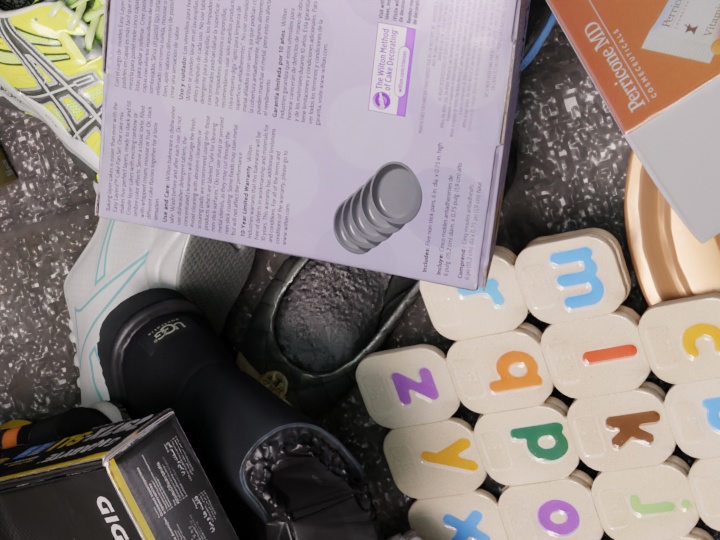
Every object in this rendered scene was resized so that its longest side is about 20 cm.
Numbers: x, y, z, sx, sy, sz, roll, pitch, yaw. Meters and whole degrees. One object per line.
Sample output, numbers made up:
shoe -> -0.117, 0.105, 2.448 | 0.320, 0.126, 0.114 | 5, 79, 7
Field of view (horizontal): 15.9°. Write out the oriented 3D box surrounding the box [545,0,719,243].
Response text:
box -> 0.190, -0.128, 1.115 | 0.199, 0.098, 0.125 | -33, 51, 9

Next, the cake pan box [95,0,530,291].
cake pan box -> -0.020, -0.103, 1.126 | 0.183, 0.052, 0.201 | 9, 115, 8

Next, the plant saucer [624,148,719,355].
plant saucer -> 0.220, -0.030, 1.182 | 0.199, 0.032, 0.202 | 1, 96, 10

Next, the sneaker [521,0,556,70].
sneaker -> 0.051, -0.187, 1.176 | 0.070, 0.082, 0.201 | 6, 98, 47

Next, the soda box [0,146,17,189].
soda box -> -0.234, -0.042, 1.212 | 0.067, 0.200, 0.064 | -26, 93, 15

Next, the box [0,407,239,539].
box -> -0.100, 0.168, 1.129 | 0.159, 0.049, 0.201 | -14, 105, 48

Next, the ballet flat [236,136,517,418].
ballet flat -> 0.000, 0.000, 1.240 | 0.066, 0.057, 0.200 | 40, 107, 3

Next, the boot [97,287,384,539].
boot -> -0.048, 0.121, 1.188 | 0.076, 0.168, 0.201 | -26, 126, -17

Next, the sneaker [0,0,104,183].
sneaker -> -0.125, -0.097, 1.218 | 0.199, 0.076, 0.077 | 26, 148, 16

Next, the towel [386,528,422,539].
towel -> 0.026, 0.248, 1.229 | 0.165, 0.086, 0.200 | -40, 88, -12

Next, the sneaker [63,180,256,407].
sneaker -> -0.109, 0.039, 1.275 | 0.080, 0.070, 0.202 | 25, 108, 31

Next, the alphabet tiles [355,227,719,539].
alphabet tiles -> 0.102, 0.077, 1.224 | 0.194, 0.015, 0.201 | -11, 111, 25

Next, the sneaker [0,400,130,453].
sneaker -> -0.169, 0.108, 1.225 | 0.089, 0.200, 0.071 | -15, 92, -28
